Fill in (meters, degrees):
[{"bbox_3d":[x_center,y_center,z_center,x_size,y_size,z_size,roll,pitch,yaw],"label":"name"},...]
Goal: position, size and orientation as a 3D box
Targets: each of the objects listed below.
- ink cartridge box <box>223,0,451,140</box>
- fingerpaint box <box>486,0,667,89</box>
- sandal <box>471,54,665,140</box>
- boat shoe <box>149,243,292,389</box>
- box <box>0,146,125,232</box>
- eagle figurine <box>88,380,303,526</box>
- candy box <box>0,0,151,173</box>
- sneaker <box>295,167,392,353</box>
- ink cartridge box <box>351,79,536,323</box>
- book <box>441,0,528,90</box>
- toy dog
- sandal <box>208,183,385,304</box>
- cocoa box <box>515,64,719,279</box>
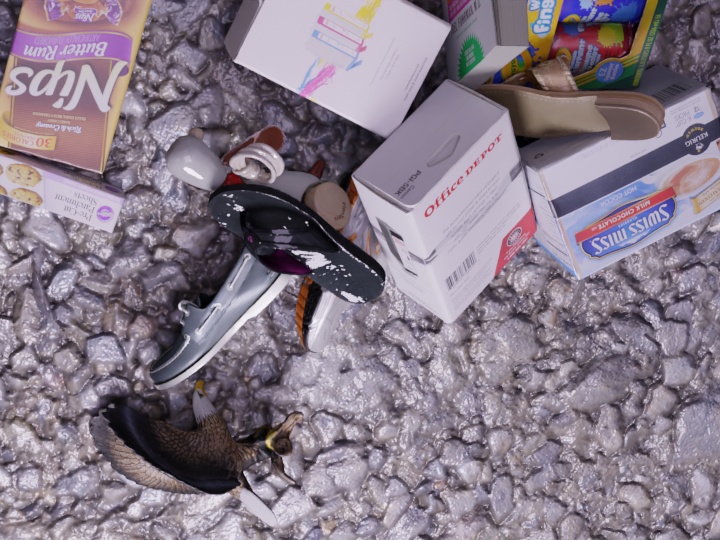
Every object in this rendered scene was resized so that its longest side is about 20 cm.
[{"bbox_3d":[-0.038,-0.235,1.319,0.199,0.129,0.126,25,101,-16],"label":"ink cartridge box"},{"bbox_3d":[0.215,-0.276,1.342,0.165,0.074,0.201,-1,136,-12],"label":"fingerpaint box"},{"bbox_3d":[0.204,-0.177,1.340,0.070,0.210,0.078,-65,146,-23],"label":"sandal"},{"bbox_3d":[-0.154,0.041,1.396,0.200,0.073,0.062,-42,107,14],"label":"boat shoe"},{"bbox_3d":[-0.333,-0.092,1.344,0.199,0.039,0.042,21,102,-17],"label":"box"},{"bbox_3d":[-0.174,0.186,1.413,0.199,0.151,0.153,-6,127,-21],"label":"eagle figurine"},{"bbox_3d":[-0.279,-0.207,1.315,0.116,0.056,0.201,14,103,-16],"label":"candy box"},{"bbox_3d":[0.000,0.000,1.424,0.091,0.076,0.201,18,102,-20],"label":"sneaker"},{"bbox_3d":[0.088,-0.067,1.349,0.147,0.083,0.200,-45,146,-16],"label":"ink cartridge box"},{"bbox_3d":[0.112,-0.287,1.295,0.048,0.134,0.202,-2,80,-18],"label":"book"},{"bbox_3d":[-0.093,-0.098,1.360,0.131,0.097,0.200,-9,147,29],"label":"toy dog"},{"bbox_3d":[-0.059,-0.020,1.321,0.200,0.048,0.075,31,134,-21],"label":"sandal"},{"bbox_3d":[0.269,-0.104,1.416,0.199,0.133,0.132,-26,111,-3],"label":"cocoa box"}]
